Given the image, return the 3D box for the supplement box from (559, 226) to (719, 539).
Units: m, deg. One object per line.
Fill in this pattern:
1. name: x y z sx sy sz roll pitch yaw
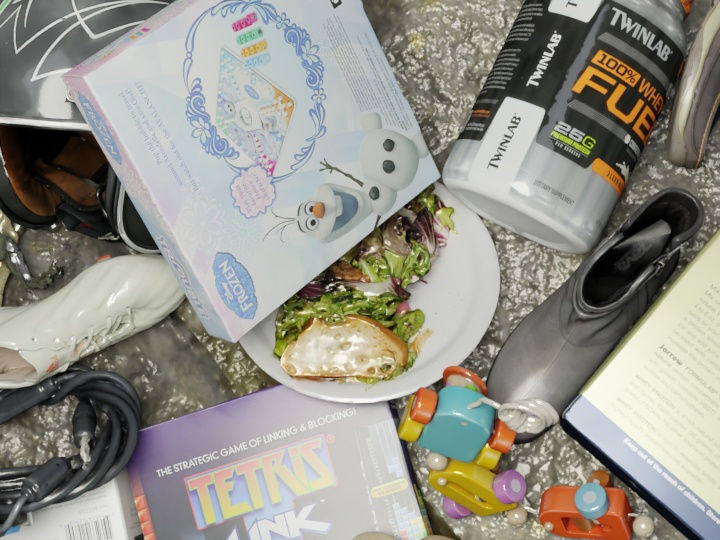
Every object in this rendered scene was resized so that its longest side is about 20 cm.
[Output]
1. supplement box: 0.270 0.089 0.945 0.200 0.134 0.200 40 88 11

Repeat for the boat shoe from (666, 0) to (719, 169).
1. boat shoe: 0.277 -0.163 1.012 0.073 0.074 0.202 21 86 10

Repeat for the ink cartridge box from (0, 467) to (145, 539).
1. ink cartridge box: -0.204 0.242 1.016 0.115 0.068 0.202 -13 82 5

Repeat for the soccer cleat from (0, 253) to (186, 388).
1. soccer cleat: -0.216 0.044 1.028 0.198 0.070 0.078 -17 37 -8

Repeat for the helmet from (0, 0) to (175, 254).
1. helmet: -0.184 -0.121 0.984 0.198 0.201 0.192 -14 123 5

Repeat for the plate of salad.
1. plate of salad: 0.000 0.000 1.009 0.198 0.048 0.202 -3 57 4

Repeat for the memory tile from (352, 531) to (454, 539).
1. memory tile: 0.091 0.236 0.924 0.198 0.017 0.154 8 37 -22

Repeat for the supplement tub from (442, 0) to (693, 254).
1. supplement tub: 0.150 -0.124 0.998 0.122 0.123 0.201 25 86 10

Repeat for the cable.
1. cable: -0.252 0.114 1.005 0.199 0.051 0.163 11 39 40

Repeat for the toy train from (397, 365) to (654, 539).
1. toy train: 0.112 0.122 0.961 0.149 0.200 0.056 -4 52 29

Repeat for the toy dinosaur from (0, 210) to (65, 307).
1. toy dinosaur: -0.266 -0.022 1.079 0.087 0.047 0.202 0 85 11

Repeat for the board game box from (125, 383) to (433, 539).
1. board game box: -0.056 0.169 1.016 0.198 0.057 0.167 -18 81 4

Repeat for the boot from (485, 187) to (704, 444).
1. boot: 0.151 0.029 0.970 0.070 0.132 0.201 36 87 10

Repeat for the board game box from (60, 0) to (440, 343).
1. board game box: -0.064 -0.092 0.933 0.199 0.043 0.201 -39 116 -25
